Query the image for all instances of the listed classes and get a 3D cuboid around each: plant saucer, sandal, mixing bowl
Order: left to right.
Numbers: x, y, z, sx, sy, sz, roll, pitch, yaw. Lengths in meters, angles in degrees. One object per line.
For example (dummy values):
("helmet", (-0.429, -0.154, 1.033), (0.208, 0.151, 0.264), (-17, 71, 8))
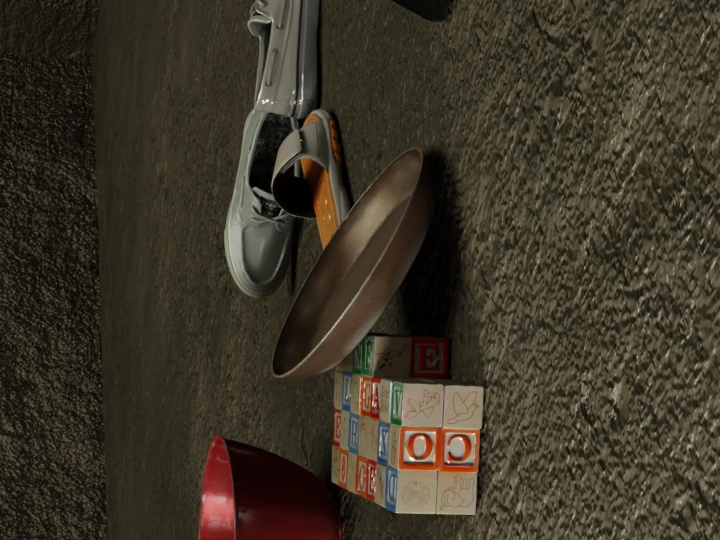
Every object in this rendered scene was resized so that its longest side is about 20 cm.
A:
("mixing bowl", (-0.079, 0.249, 1.610), (0.200, 0.107, 0.202), (-177, 90, -76))
("sandal", (-0.049, -0.078, 1.648), (0.208, 0.059, 0.080), (-105, 22, -51))
("plant saucer", (0.000, 0.000, 1.342), (0.201, 0.032, 0.201), (-54, 13, 19))

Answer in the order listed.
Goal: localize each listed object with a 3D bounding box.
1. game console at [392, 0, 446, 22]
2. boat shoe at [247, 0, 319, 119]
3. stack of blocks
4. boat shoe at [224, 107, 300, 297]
("game console", (0.000, -0.302, 1.295), (0.177, 0.199, 0.116), (-63, -18, 12))
("boat shoe", (-0.078, -0.248, 1.781), (0.074, 0.066, 0.202), (121, 149, -62))
("stack of blocks", (0.030, 0.105, 1.289), (0.200, 0.058, 0.116), (180, 93, -76))
("boat shoe", (-0.097, -0.074, 1.822), (0.071, 0.069, 0.203), (177, 98, -80))
